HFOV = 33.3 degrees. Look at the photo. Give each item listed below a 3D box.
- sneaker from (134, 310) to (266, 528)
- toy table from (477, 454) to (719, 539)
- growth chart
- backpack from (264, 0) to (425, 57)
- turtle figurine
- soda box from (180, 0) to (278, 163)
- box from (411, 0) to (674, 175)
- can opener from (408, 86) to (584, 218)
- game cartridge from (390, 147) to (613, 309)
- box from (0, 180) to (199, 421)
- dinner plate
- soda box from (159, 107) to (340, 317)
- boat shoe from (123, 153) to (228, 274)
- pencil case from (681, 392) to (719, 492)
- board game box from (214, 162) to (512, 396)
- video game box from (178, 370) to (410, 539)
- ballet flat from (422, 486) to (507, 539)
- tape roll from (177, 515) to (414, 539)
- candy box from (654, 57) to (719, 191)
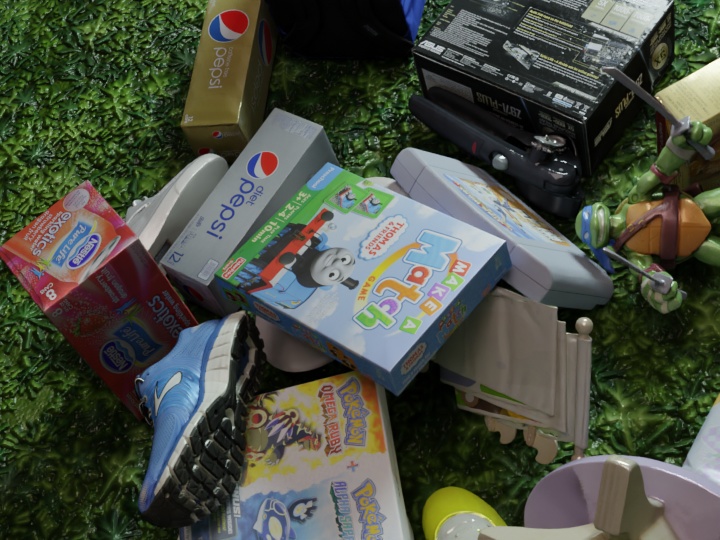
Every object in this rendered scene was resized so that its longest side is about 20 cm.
[{"bbox_3d":[-0.140,0.121,0.967,0.088,0.079,0.201,-8,40,22],"label":"sneaker"},{"bbox_3d":[0.190,0.209,0.851,0.199,0.117,0.186,1,97,33],"label":"toy table"},{"bbox_3d":[0.113,0.070,0.991,0.018,0.146,0.199,-18,33,-41],"label":"growth chart"},{"bbox_3d":[-0.026,-0.338,1.239,0.161,0.200,0.169,-2,58,15],"label":"backpack"},{"bbox_3d":[0.277,-0.042,0.975,0.192,0.201,0.145,3,53,4],"label":"turtle figurine"},{"bbox_3d":[-0.134,-0.212,1.269,0.063,0.068,0.202,-2,58,13],"label":"soda box"},{"bbox_3d":[0.178,-0.210,1.170,0.199,0.086,0.164,27,69,28],"label":"box"},{"bbox_3d":[0.123,-0.118,1.121,0.199,0.079,0.063,34,36,26],"label":"can opener"},{"bbox_3d":[0.120,-0.039,1.056,0.200,0.133,0.042,44,108,32],"label":"game cartridge"},{"bbox_3d":[-0.216,0.032,1.058,0.099,0.201,0.095,-39,55,-11],"label":"box"},{"bbox_3d":[-0.030,-0.003,1.080,0.199,0.024,0.201,-29,42,31],"label":"dinner plate"},{"bbox_3d":[-0.103,-0.056,1.162,0.063,0.068,0.201,23,67,28],"label":"soda box"},{"bbox_3d":[-0.207,-0.038,1.186,0.068,0.072,0.201,25,77,28],"label":"boat shoe"},{"bbox_3d":[0.320,0.114,0.930,0.090,0.083,0.201,26,68,20],"label":"pencil case"},{"bbox_3d":[0.000,0.000,0.985,0.199,0.037,0.151,26,61,34],"label":"board game box"},{"bbox_3d":[-0.056,0.190,0.963,0.181,0.047,0.201,-14,54,4],"label":"video game box"},{"bbox_3d":[0.102,0.241,0.919,0.066,0.067,0.201,-26,55,-1],"label":"ballet flat"},{"bbox_3d":[-0.055,0.237,0.983,0.201,0.037,0.204,-8,57,12],"label":"tape roll"},{"bbox_3d":[0.359,-0.152,1.066,0.199,0.116,0.055,-30,56,-4],"label":"candy box"}]
